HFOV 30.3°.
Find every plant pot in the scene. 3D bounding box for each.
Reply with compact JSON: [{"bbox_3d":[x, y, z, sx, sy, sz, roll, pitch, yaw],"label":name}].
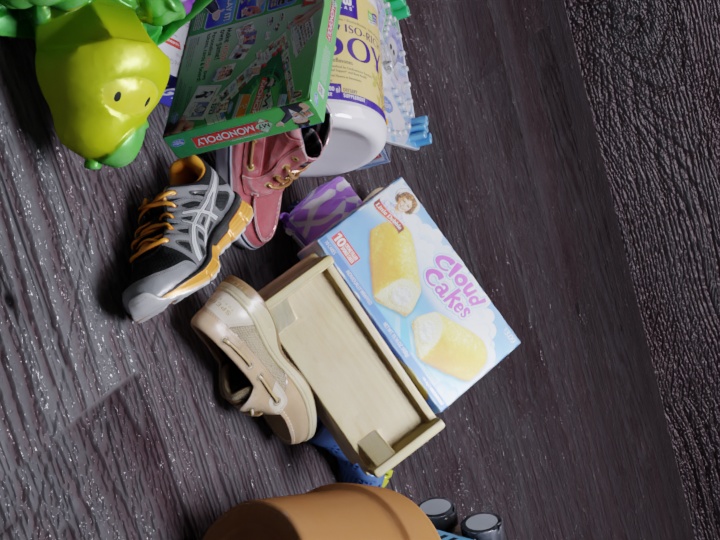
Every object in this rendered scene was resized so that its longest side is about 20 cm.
[{"bbox_3d":[-0.045,0.264,1.065,0.140,0.199,0.201,22,58,-46],"label":"plant pot"}]

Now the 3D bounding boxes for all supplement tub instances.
[{"bbox_3d":[-0.050,-0.210,1.329,0.145,0.145,0.201,34,48,-61],"label":"supplement tub"}]

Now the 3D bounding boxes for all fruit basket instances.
[{"bbox_3d":[-0.182,-0.187,0.955,0.215,0.155,0.217,30,43,-33],"label":"fruit basket"}]

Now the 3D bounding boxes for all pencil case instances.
[{"bbox_3d":[0.000,0.000,1.348,0.085,0.084,0.200,-37,89,-32],"label":"pencil case"}]

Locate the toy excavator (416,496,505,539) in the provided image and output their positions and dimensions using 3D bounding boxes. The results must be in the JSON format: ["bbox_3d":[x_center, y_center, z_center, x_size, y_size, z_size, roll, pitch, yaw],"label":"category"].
[{"bbox_3d":[0.092,0.343,1.399,0.200,0.194,0.101,-28,118,-44],"label":"toy excavator"}]

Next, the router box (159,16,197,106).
[{"bbox_3d":[-0.172,-0.240,1.163,0.200,0.049,0.181,15,65,-67],"label":"router box"}]

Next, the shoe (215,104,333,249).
[{"bbox_3d":[-0.077,-0.097,1.202,0.072,0.091,0.201,-48,146,-46],"label":"shoe"}]

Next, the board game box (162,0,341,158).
[{"bbox_3d":[-0.084,-0.189,1.107,0.029,0.134,0.201,56,31,-45],"label":"board game box"}]

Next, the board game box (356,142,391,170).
[{"bbox_3d":[-0.011,-0.230,1.557,0.200,0.061,0.201,-62,137,-59],"label":"board game box"}]

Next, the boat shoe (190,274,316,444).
[{"bbox_3d":[-0.098,0.093,1.177,0.065,0.071,0.201,-44,134,-24],"label":"boat shoe"}]

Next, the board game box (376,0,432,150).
[{"bbox_3d":[0.028,-0.248,1.545,0.200,0.026,0.201,0,79,-69],"label":"board game box"}]

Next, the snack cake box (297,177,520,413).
[{"bbox_3d":[0.046,0.027,1.278,0.115,0.067,0.200,-38,93,-23],"label":"snack cake box"}]

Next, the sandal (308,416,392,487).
[{"bbox_3d":[-0.025,0.148,1.331,0.087,0.079,0.201,-32,119,-33],"label":"sandal"}]

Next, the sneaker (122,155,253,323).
[{"bbox_3d":[-0.154,-0.027,1.084,0.077,0.078,0.200,56,24,-18],"label":"sneaker"}]

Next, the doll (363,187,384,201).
[{"bbox_3d":[0.065,-0.008,1.537,0.200,0.048,0.136,56,7,33],"label":"doll"}]

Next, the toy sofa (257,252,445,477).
[{"bbox_3d":[-0.016,0.087,1.227,0.201,0.083,0.098,56,-12,-6],"label":"toy sofa"}]
